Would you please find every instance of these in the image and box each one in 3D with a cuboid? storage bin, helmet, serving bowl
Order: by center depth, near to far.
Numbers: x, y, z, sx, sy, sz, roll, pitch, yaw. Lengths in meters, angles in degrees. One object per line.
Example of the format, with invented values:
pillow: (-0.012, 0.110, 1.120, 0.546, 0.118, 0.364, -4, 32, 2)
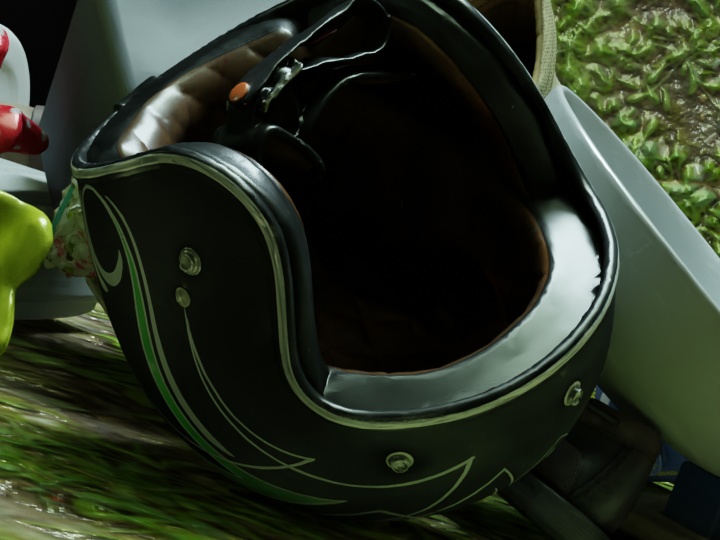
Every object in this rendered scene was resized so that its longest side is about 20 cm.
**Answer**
helmet: (-0.002, 0.001, 1.013, 0.191, 0.200, 0.200, 59, -8, -16)
serving bowl: (0.124, 0.018, 1.130, 0.200, 0.066, 0.200, 50, 9, -11)
storage bin: (-0.063, -0.064, 1.192, 0.134, 0.146, 0.200, -7, -25, -19)

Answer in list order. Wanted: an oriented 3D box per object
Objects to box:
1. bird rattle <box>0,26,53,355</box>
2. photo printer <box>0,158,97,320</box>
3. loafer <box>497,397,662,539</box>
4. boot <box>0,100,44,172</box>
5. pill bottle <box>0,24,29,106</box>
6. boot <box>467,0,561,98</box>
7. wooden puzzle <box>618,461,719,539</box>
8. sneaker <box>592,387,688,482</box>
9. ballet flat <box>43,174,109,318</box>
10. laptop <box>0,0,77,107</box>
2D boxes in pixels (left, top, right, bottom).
bird rattle: (-0.213, -0.043, 1.100, 0.162, 0.113, 0.200, -18, 33, -5)
photo printer: (-0.237, -0.034, 1.282, 0.199, 0.070, 0.166, 18, 7, 22)
loafer: (0.055, 0.050, 1.134, 0.200, 0.063, 0.072, 41, 0, 43)
boot: (-0.210, -0.073, 1.423, 0.146, 0.071, 0.200, 2, -29, 14)
pill bottle: (-0.309, -0.109, 1.584, 0.199, 0.110, 0.110, 11, 3, 18)
boot: (0.046, -0.028, 1.216, 0.073, 0.201, 0.156, 21, -18, 14)
wooden puzzle: (0.209, 0.125, 1.156, 0.200, 0.046, 0.185, 21, 7, 42)
sneaker: (0.163, 0.073, 1.299, 0.082, 0.074, 0.200, 10, -13, -27)
ballet flat: (-0.060, 0.029, 1.139, 0.200, 0.064, 0.076, 43, 0, -19)
laptop: (-0.261, -0.147, 1.679, 0.103, 0.178, 0.200, -29, 33, -33)
